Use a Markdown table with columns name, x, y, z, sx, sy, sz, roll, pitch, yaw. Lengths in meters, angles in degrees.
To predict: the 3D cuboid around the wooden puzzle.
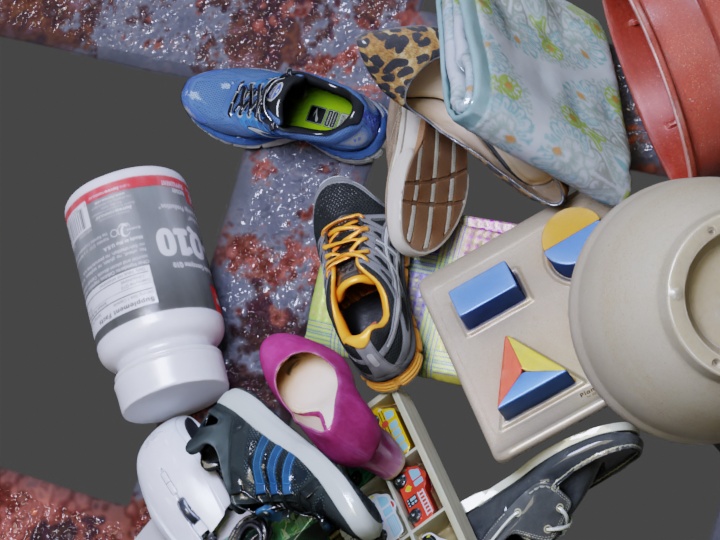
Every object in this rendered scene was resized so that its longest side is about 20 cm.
| name | x | y | z | sx | sy | sz | roll | pitch | yaw |
| --- | --- | --- | --- | --- | --- | --- | --- | --- | --- |
| wooden puzzle | 0.151 | 0.030 | 1.363 | 0.184 | 0.046 | 0.201 | -30 | 51 | 9 |

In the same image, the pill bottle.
| name | x | y | z | sx | sy | sz | roll | pitch | yaw |
| --- | --- | --- | --- | --- | --- | --- | --- | --- | --- |
| pill bottle | -0.183 | 0.022 | 1.492 | 0.113 | 0.114 | 0.202 | -21 | 70 | 11 |

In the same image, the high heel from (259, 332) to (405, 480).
| name | x | y | z | sx | sy | sz | roll | pitch | yaw |
| --- | --- | --- | --- | --- | --- | --- | --- | --- | --- |
| high heel | -0.045 | 0.097 | 1.403 | 0.067 | 0.096 | 0.200 | -46 | 46 | 6 |

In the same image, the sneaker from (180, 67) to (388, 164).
| name | x | y | z | sx | sy | sz | roll | pitch | yaw |
| --- | --- | --- | --- | --- | --- | --- | --- | --- | --- |
| sneaker | -0.072 | -0.151 | 1.518 | 0.198 | 0.089 | 0.079 | 9 | 77 | 21 |

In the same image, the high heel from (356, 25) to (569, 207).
| name | x | y | z | sx | sy | sz | roll | pitch | yaw |
| --- | --- | --- | --- | --- | --- | --- | --- | --- | --- |
| high heel | 0.089 | -0.124 | 1.382 | 0.072 | 0.199 | 0.143 | -49 | 45 | 21 |

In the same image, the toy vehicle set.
| name | x | y | z | sx | sy | sz | roll | pitch | yaw |
| --- | --- | --- | --- | --- | --- | --- | --- | --- | --- |
| toy vehicle set | 0.019 | 0.203 | 1.376 | 0.124 | 0.026 | 0.201 | -39 | 47 | 14 |

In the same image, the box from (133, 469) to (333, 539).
| name | x | y | z | sx | sy | sz | roll | pitch | yaw |
| --- | --- | --- | --- | --- | --- | --- | --- | --- | --- |
| box | -0.112 | 0.225 | 1.424 | 0.200 | 0.036 | 0.144 | -52 | 44 | 2 |

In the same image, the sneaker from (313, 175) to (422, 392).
| name | x | y | z | sx | sy | sz | roll | pitch | yaw |
| --- | --- | --- | --- | --- | --- | --- | --- | --- | --- |
| sneaker | 0.000 | 0.000 | 1.430 | 0.078 | 0.077 | 0.201 | -27 | 59 | 13 |

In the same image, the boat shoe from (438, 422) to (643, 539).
| name | x | y | z | sx | sy | sz | roll | pitch | yaw |
| --- | --- | --- | --- | --- | --- | --- | --- | --- | --- |
| boat shoe | 0.145 | 0.189 | 1.357 | 0.199 | 0.072 | 0.068 | -35 | 58 | 15 |

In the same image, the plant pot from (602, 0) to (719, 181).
| name | x | y | z | sx | sy | sz | roll | pitch | yaw |
| --- | --- | --- | --- | --- | --- | --- | --- | --- | --- |
| plant pot | 0.314 | -0.185 | 1.354 | 0.194 | 0.201 | 0.202 | -21 | 69 | 3 |

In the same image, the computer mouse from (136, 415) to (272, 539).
| name | x | y | z | sx | sy | sz | roll | pitch | yaw |
| --- | --- | --- | --- | --- | --- | --- | --- | --- | --- |
| computer mouse | -0.145 | 0.192 | 1.416 | 0.110 | 0.044 | 0.200 | -44 | 45 | 10 |

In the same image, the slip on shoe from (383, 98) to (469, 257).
| name | x | y | z | sx | sy | sz | roll | pitch | yaw |
| --- | --- | --- | --- | --- | --- | --- | --- | --- | --- |
| slip on shoe | 0.049 | -0.103 | 1.470 | 0.060 | 0.076 | 0.202 | -17 | 60 | 49 |

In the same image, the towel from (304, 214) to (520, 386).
| name | x | y | z | sx | sy | sz | roll | pitch | yaw |
| --- | --- | --- | --- | --- | --- | --- | --- | --- | --- |
| towel | 0.056 | 0.020 | 1.464 | 0.198 | 0.023 | 0.145 | 10 | 79 | 21 |

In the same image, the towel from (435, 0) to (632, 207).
| name | x | y | z | sx | sy | sz | roll | pitch | yaw |
| --- | --- | --- | --- | --- | --- | --- | --- | --- | --- |
| towel | 0.141 | -0.159 | 1.385 | 0.048 | 0.170 | 0.201 | -45 | 33 | 38 |

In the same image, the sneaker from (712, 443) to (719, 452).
| name | x | y | z | sx | sy | sz | roll | pitch | yaw |
| --- | --- | --- | --- | --- | --- | --- | --- | --- | --- |
| sneaker | 0.309 | 0.086 | 1.341 | 0.108 | 0.067 | 0.202 | -35 | 63 | -4 |

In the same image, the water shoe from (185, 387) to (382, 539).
| name | x | y | z | sx | sy | sz | roll | pitch | yaw |
| --- | --- | --- | --- | --- | --- | --- | --- | --- | --- |
| water shoe | -0.060 | 0.170 | 1.342 | 0.079 | 0.072 | 0.200 | -47 | 45 | -8 |

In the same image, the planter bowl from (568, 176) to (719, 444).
| name | x | y | z | sx | sy | sz | roll | pitch | yaw |
| --- | --- | --- | --- | --- | --- | --- | --- | --- | --- |
| planter bowl | 0.261 | 0.024 | 1.230 | 0.198 | 0.135 | 0.202 | 1 | 84 | -6 |
